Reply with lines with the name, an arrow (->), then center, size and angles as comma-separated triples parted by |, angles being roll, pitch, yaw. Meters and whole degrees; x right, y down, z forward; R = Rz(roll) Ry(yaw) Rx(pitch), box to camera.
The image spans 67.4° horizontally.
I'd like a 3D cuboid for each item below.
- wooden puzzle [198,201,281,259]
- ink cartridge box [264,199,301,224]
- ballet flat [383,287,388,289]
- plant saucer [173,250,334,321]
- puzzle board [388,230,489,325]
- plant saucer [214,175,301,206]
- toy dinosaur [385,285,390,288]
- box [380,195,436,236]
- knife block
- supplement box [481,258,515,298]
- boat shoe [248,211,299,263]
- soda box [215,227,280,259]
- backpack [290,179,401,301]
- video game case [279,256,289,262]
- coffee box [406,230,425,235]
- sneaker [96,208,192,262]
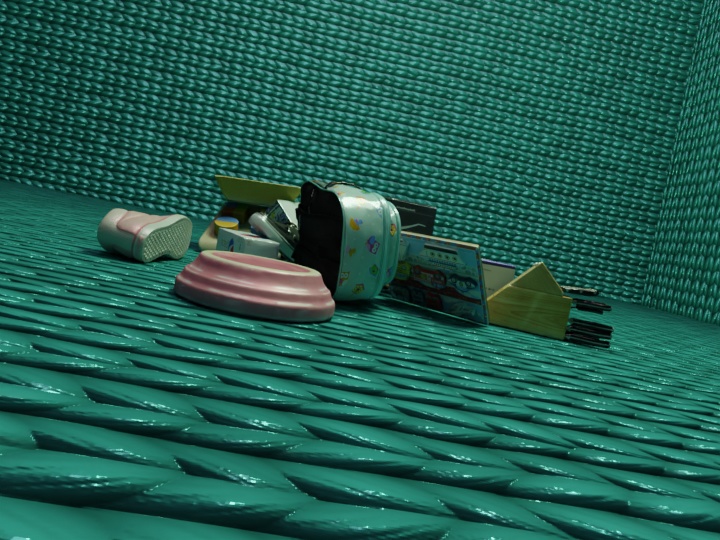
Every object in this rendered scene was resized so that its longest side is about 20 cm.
wooden puzzle -> -0.250, -0.102, 1.215 | 0.178, 0.048, 0.202 | 8, 34, -1
ink cartridge box -> -0.120, -0.058, 1.186 | 0.203, 0.050, 0.108 | 58, 22, 12
ballet flat -> 0.000, 0.000, 1.154 | 0.070, 0.070, 0.199 | -3, 15, -27
plant saucer -> -0.124, 0.014, 0.659 | 0.193, 0.053, 0.201 | 11, 5, -1
puzzle board -> 0.115, 0.009, 0.892 | 0.196, 0.154, 0.017 | 14, 45, 37
plant saucer -> -0.243, -0.181, 1.272 | 0.193, 0.050, 0.200 | 7, 4, -13
toy dinosaur -> 0.026, -0.006, 1.033 | 0.197, 0.062, 0.105 | 34, 29, 18
box -> 0.097, -0.076, 1.379 | 0.144, 0.207, 0.103 | 8, 5, -31
knife block -> 0.315, 0.086, 0.916 | 0.178, 0.198, 0.064 | 57, 13, 8
supplement box -> 0.242, 0.028, 1.087 | 0.098, 0.107, 0.200 | 10, 5, 8
boat shoe -> -0.135, -0.058, 1.017 | 0.068, 0.057, 0.200 | 29, -11, 39
soda box -> -0.206, -0.032, 0.960 | 0.066, 0.066, 0.199 | 9, 4, -27
backpack -> -0.019, -0.043, 0.837 | 0.148, 0.182, 0.200 | 5, 10, -18
video game case -> -0.179, -0.065, 1.273 | 0.140, 0.018, 0.200 | 6, 29, -42
coffee box -> 0.130, -0.012, 1.139 | 0.115, 0.080, 0.199 | 48, 13, 12
sneaker -> -0.355, -0.064, 0.890 | 0.101, 0.078, 0.200 | 16, 9, 3
